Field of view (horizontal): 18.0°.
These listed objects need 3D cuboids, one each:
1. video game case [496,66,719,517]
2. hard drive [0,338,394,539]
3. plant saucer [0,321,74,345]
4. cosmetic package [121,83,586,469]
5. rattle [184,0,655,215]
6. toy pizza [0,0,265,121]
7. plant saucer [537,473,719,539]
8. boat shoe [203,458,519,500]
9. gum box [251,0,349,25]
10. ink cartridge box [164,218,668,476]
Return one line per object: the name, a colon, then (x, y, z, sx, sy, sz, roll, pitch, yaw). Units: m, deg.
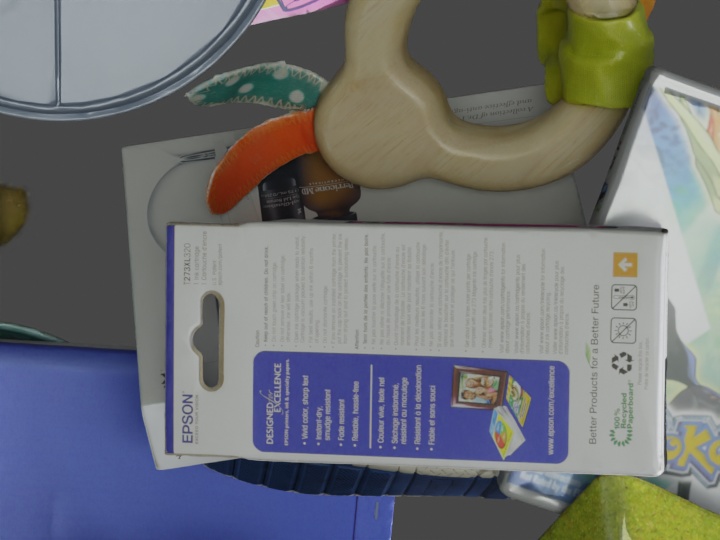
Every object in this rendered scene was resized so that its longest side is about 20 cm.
video game case: (0.178, 0.036, 0.921, 0.199, 0.022, 0.183, 19, 98, -4)
hard drive: (-0.082, 0.103, 1.039, 0.199, 0.025, 0.133, 4, 94, -17)
plant saucer: (-0.181, 0.120, 1.048, 0.199, 0.036, 0.201, -2, 96, -14)
cosmetic package: (0.000, 0.000, 0.992, 0.199, 0.151, 0.052, -9, 141, -1)
rattle: (0.028, -0.101, 0.997, 0.199, 0.143, 0.130, -26, 125, 22)
toy pizza: (-0.126, -0.164, 0.953, 0.199, 0.032, 0.202, 0, 97, 0)
plant saucer: (0.137, 0.192, 0.959, 0.199, 0.048, 0.200, 26, 133, -12)
boat shoe: (0.018, 0.062, 1.021, 0.199, 0.072, 0.073, 5, 72, -10)
gum box: (-0.113, -0.153, 1.004, 0.199, 0.066, 0.114, -12, 98, 1)
ink cartridge box: (0.022, 0.029, 0.899, 0.199, 0.037, 0.095, 1, 95, 8)
